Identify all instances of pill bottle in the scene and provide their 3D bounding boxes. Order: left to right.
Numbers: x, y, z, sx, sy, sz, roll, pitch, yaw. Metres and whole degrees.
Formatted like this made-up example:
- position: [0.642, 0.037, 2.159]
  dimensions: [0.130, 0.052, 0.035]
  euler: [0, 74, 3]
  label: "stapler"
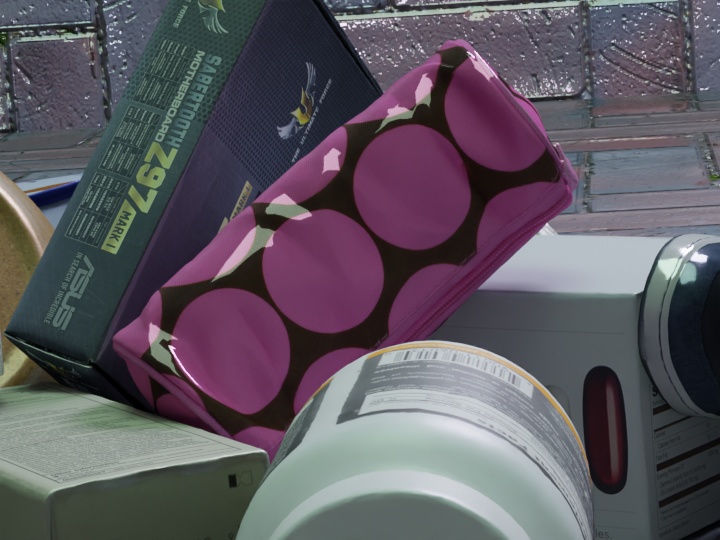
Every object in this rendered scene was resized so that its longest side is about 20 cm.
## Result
- position: [0.019, 0.095, 0.933]
  dimensions: [0.116, 0.117, 0.200]
  euler: [-3, 9, 6]
  label: "pill bottle"

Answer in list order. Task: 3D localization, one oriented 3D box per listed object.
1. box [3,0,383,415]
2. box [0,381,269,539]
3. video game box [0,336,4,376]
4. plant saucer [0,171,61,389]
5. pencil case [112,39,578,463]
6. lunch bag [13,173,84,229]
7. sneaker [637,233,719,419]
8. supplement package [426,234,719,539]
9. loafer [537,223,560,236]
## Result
- position: [-0.066, -0.025, 1.251]
  dimensions: [0.051, 0.200, 0.158]
  euler: [18, -16, 25]
  label: "box"
- position: [-0.117, 0.098, 1.098]
  dimensions: [0.095, 0.078, 0.200]
  euler: [-9, 10, -27]
  label: "box"
- position: [-0.262, -0.016, 1.162]
  dimensions: [0.182, 0.200, 0.047]
  euler: [-17, -32, -15]
  label: "video game box"
- position: [-0.206, 0.010, 1.223]
  dimensions: [0.200, 0.201, 0.035]
  euler: [-8, -25, -29]
  label: "plant saucer"
- position: [0.000, 0.000, 1.141]
  dimensions: [0.200, 0.091, 0.094]
  euler: [-45, 54, -13]
  label: "pencil case"
- position: [-0.217, 0.033, 1.350]
  dimensions: [0.200, 0.124, 0.170]
  euler: [-17, 3, -44]
  label: "lunch bag"
- position: [0.211, 0.042, 1.147]
  dimensions: [0.146, 0.077, 0.202]
  euler: [6, -16, 37]
  label: "sneaker"
- position: [0.072, 0.047, 1.250]
  dimensions: [0.200, 0.111, 0.156]
  euler: [1, 9, 33]
  label: "supplement package"
- position: [0.076, 0.005, 1.421]
  dimensions: [0.070, 0.070, 0.200]
  euler: [1, 48, -40]
  label: "loafer"
